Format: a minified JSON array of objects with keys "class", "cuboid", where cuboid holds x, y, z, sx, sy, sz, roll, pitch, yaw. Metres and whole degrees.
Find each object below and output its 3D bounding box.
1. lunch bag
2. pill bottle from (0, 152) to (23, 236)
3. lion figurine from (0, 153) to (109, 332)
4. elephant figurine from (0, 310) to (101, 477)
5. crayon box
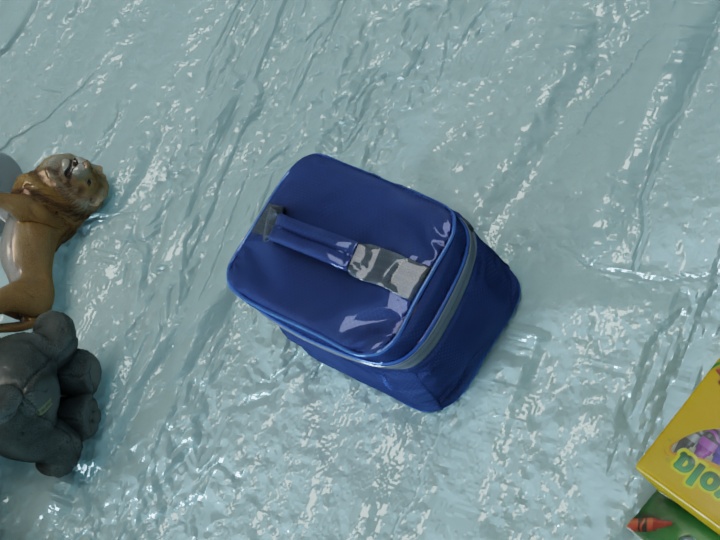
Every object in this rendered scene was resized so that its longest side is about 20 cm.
[{"class":"lunch bag","cuboid":[0.000,0.000,1.089,0.199,0.132,0.136,22,76,37]},{"class":"pill bottle","cuboid":[-0.418,-0.082,1.406,0.199,0.109,0.109,9,69,34]},{"class":"lion figurine","cuboid":[-0.297,-0.015,1.306,0.072,0.122,0.201,-15,63,59]},{"class":"elephant figurine","cuboid":[-0.327,0.108,1.213,0.199,0.156,0.142,-2,47,20]},{"class":"crayon box","cuboid":[0.265,0.111,0.917,0.127,0.051,0.200,35,85,39]}]
